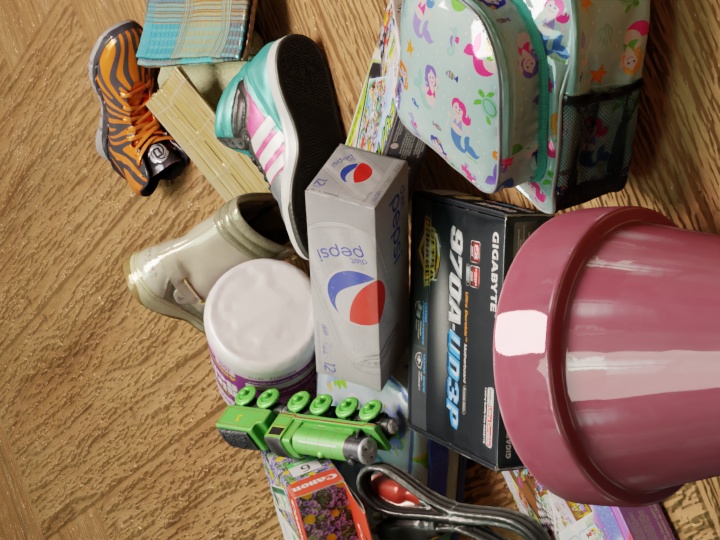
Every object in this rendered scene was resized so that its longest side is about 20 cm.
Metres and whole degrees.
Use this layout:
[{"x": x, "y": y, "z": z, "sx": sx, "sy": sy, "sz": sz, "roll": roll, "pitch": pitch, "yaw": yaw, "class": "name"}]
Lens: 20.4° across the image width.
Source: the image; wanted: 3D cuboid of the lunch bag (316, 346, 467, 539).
[{"x": 0.029, "y": 0.152, "z": 1.771, "sx": 0.161, "sy": 0.082, "sz": 0.202, "roll": 38, "pitch": 135, "yaw": 47, "class": "lunch bag"}]

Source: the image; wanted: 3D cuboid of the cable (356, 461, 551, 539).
[{"x": 0.072, "y": 0.196, "z": 1.649, "sx": 0.199, "sy": 0.050, "sz": 0.098, "roll": -7, "pitch": 110, "yaw": 40, "class": "cable"}]

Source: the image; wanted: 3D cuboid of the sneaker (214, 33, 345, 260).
[{"x": -0.076, "y": -0.106, "z": 1.817, "sx": 0.120, "sy": 0.083, "sz": 0.202, "roll": -7, "pitch": 91, "yaw": 56, "class": "sneaker"}]

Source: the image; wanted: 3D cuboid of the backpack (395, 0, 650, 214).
[{"x": 0.115, "y": -0.160, "z": 1.404, "sx": 0.178, "sy": 0.149, "sz": 0.202, "roll": 44, "pitch": 135, "yaw": 44, "class": "backpack"}]

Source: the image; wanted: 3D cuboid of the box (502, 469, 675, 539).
[{"x": 0.178, "y": 0.185, "z": 1.571, "sx": 0.201, "sy": 0.039, "sz": 0.137, "roll": 66, "pitch": 151, "yaw": 14, "class": "box"}]

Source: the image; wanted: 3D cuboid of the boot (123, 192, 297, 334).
[{"x": -0.108, "y": -0.006, "z": 1.897, "sx": 0.154, "sy": 0.199, "sz": 0.073, "roll": -31, "pitch": 62, "yaw": 25, "class": "boot"}]

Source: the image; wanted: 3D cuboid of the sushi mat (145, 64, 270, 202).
[{"x": -0.128, "y": -0.101, "z": 1.917, "sx": 0.200, "sy": 0.012, "sz": 0.096, "roll": 51, "pitch": 149, "yaw": -4, "class": "sushi mat"}]

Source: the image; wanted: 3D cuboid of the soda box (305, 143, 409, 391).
[{"x": 0.000, "y": 0.000, "z": 1.635, "sx": 0.063, "sy": 0.068, "sz": 0.201, "roll": 15, "pitch": 133, "yaw": 19, "class": "soda box"}]

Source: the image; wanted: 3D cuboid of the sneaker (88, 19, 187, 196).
[{"x": -0.223, "y": -0.160, "z": 2.074, "sx": 0.112, "sy": 0.077, "sz": 0.201, "roll": 48, "pitch": 153, "yaw": 32, "class": "sneaker"}]

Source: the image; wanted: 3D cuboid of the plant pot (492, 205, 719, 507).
[{"x": 0.214, "y": 0.055, "z": 1.306, "sx": 0.178, "sy": 0.199, "sz": 0.202, "roll": -4, "pitch": 102, "yaw": 45, "class": "plant pot"}]

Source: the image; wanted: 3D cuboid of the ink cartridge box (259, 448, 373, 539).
[{"x": -0.032, "y": 0.223, "z": 1.731, "sx": 0.200, "sy": 0.050, "sz": 0.110, "roll": -135, "pitch": 28, "yaw": -67, "class": "ink cartridge box"}]

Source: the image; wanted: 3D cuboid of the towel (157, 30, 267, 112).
[{"x": -0.145, "y": -0.192, "z": 1.946, "sx": 0.200, "sy": 0.036, "sz": 0.150, "roll": 42, "pitch": 139, "yaw": 44, "class": "towel"}]

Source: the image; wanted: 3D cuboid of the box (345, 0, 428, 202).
[{"x": 0.025, "y": -0.115, "z": 1.648, "sx": 0.201, "sy": 0.034, "sz": 0.111, "roll": 108, "pitch": 160, "yaw": -46, "class": "box"}]

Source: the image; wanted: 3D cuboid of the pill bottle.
[{"x": -0.085, "y": 0.078, "z": 1.866, "sx": 0.113, "sy": 0.112, "sz": 0.200, "roll": 60, "pitch": 169, "yaw": 22, "class": "pill bottle"}]

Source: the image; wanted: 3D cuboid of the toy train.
[{"x": -0.048, "y": 0.136, "z": 1.726, "sx": 0.199, "sy": 0.057, "sz": 0.042, "roll": 3, "pitch": 138, "yaw": 46, "class": "toy train"}]

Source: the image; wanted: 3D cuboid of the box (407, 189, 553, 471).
[{"x": 0.092, "y": 0.044, "z": 1.592, "sx": 0.159, "sy": 0.046, "sz": 0.202, "roll": -160, "pitch": 69, "yaw": -63, "class": "box"}]

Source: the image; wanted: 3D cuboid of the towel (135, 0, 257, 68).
[{"x": -0.150, "y": -0.265, "z": 1.875, "sx": 0.199, "sy": 0.022, "sz": 0.148, "roll": 7, "pitch": 89, "yaw": 57, "class": "towel"}]
